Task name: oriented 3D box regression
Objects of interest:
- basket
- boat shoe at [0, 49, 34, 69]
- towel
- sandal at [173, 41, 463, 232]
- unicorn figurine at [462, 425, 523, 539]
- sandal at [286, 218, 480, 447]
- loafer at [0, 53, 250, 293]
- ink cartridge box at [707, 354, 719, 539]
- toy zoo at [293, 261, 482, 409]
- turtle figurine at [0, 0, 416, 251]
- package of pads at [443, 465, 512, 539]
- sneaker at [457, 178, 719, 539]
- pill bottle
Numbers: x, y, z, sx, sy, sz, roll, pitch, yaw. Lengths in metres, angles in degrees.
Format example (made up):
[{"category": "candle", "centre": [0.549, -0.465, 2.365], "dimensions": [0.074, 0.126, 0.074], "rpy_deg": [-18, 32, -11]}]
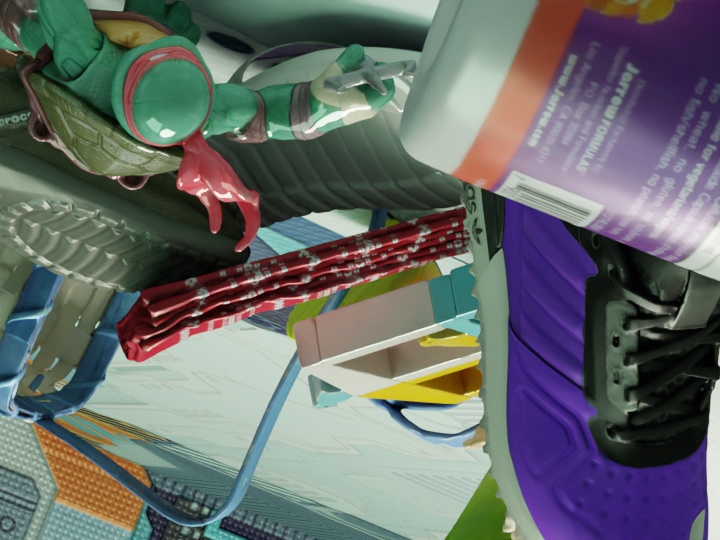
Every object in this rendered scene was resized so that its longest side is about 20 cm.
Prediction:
[{"category": "basket", "centre": [-0.107, -0.006, 1.094], "dimensions": [0.200, 0.176, 0.139], "rpy_deg": [31, -173, 15]}, {"category": "boat shoe", "centre": [-0.210, -0.114, 0.978], "dimensions": [0.202, 0.075, 0.075], "rpy_deg": [26, 168, -28]}, {"category": "towel", "centre": [0.000, 0.000, 0.979], "dimensions": [0.200, 0.022, 0.145], "rpy_deg": [-15, 178, -9]}, {"category": "sandal", "centre": [-0.014, -0.061, 0.957], "dimensions": [0.203, 0.050, 0.082], "rpy_deg": [-7, 137, 43]}, {"category": "unicorn figurine", "centre": [0.147, 0.085, 1.047], "dimensions": [0.200, 0.137, 0.074], "rpy_deg": [24, -154, -47]}, {"category": "sandal", "centre": [0.021, 0.034, 1.150], "dimensions": [0.087, 0.079, 0.200], "rpy_deg": [43, -176, -13]}, {"category": "loafer", "centre": [-0.127, -0.051, 0.954], "dimensions": [0.200, 0.070, 0.075], "rpy_deg": [25, 153, -26]}, {"category": "ink cartridge box", "centre": [0.163, 0.057, 0.899], "dimensions": [0.146, 0.048, 0.200], "rpy_deg": [35, 145, -7]}, {"category": "toy zoo", "centre": [0.065, 0.019, 0.972], "dimensions": [0.200, 0.020, 0.131], "rpy_deg": [-19, 163, 27]}, {"category": "turtle figurine", "centre": [-0.076, -0.080, 0.850], "dimensions": [0.150, 0.101, 0.200], "rpy_deg": [41, 173, -23]}, {"category": "package of pads", "centre": [0.136, 0.128, 1.227], "dimensions": [0.154, 0.068, 0.200], "rpy_deg": [-5, -164, 18]}, {"category": "sneaker", "centre": [0.089, 0.018, 0.816], "dimensions": [0.070, 0.200, 0.100], "rpy_deg": [-10, 177, -31]}, {"category": "pill bottle", "centre": [0.121, -0.046, 0.621], "dimensions": [0.200, 0.111, 0.111], "rpy_deg": [21, 169, -4]}]
